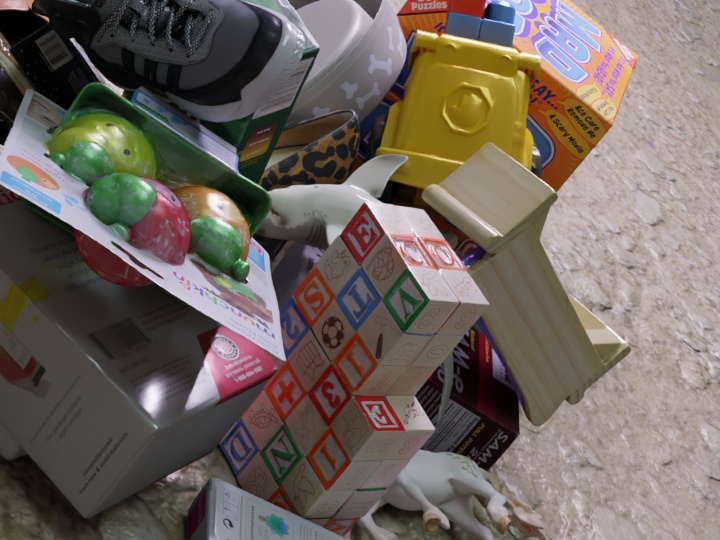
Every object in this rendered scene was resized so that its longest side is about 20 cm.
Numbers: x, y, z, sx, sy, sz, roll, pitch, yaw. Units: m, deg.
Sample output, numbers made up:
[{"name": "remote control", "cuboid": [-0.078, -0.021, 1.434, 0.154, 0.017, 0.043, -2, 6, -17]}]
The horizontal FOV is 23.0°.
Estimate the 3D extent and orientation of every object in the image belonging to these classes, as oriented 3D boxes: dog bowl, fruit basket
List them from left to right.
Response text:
[{"name": "fruit basket", "cuboid": [-0.118, -0.036, 1.009, 0.185, 0.094, 0.200, 33, 7, -14]}, {"name": "dog bowl", "cuboid": [-0.050, -0.158, 1.432, 0.059, 0.199, 0.201, 52, 20, -29]}]

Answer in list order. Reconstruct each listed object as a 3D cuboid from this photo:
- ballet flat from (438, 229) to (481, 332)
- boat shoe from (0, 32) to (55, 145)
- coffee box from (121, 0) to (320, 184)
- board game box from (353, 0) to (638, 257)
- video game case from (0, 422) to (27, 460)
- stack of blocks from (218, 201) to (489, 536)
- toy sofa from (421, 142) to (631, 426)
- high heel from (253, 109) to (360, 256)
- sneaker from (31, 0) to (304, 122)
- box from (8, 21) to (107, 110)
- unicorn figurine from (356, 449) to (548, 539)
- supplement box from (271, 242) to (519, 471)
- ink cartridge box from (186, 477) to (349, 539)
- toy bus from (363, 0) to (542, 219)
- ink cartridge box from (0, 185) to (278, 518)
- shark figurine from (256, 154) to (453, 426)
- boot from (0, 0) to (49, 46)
[{"name": "ballet flat", "cuboid": [0.073, 0.009, 1.444, 0.200, 0.071, 0.067, 38, -8, -6]}, {"name": "boat shoe", "cuboid": [-0.260, -0.120, 1.250, 0.200, 0.065, 0.073, 51, -9, 20]}, {"name": "coffee box", "cuboid": [-0.100, -0.131, 1.194, 0.044, 0.200, 0.123, -25, 72, -30]}, {"name": "board game box", "cuboid": [0.100, -0.150, 1.581, 0.200, 0.200, 0.200, 37, 27, -2]}, {"name": "video game case", "cuboid": [-0.223, 0.020, 1.133, 0.200, 0.023, 0.182, 46, 28, 14]}, {"name": "stack of blocks", "cuboid": [-0.006, 0.069, 1.130, 0.058, 0.200, 0.115, 5, 41, -47]}, {"name": "toy sofa", "cuboid": [0.112, 0.014, 1.284, 0.083, 0.097, 0.200, 44, -9, 45]}, {"name": "high heel", "cuboid": [-0.101, -0.088, 1.307, 0.199, 0.143, 0.072, 15, 37, -37]}, {"name": "sneaker", "cuboid": [-0.128, -0.152, 1.061, 0.199, 0.076, 0.114, 16, -15, 47]}, {"name": "box", "cuboid": [-0.162, -0.073, 1.199, 0.201, 0.038, 0.137, 58, -2, -7]}, {"name": "unicorn figurine", "cuboid": [0.033, 0.141, 1.225, 0.200, 0.074, 0.138, 35, 15, -40]}, {"name": "supplement box", "cuboid": [0.024, 0.062, 1.326, 0.199, 0.061, 0.109, 32, 28, -15]}, {"name": "ink cartridge box", "cuboid": [-0.015, 0.214, 1.078, 0.199, 0.042, 0.120, 26, 30, -19]}, {"name": "toy bus", "cuboid": [0.079, -0.130, 1.403, 0.135, 0.193, 0.200, 10, -4, 0]}, {"name": "ink cartridge box", "cuboid": [-0.170, 0.032, 1.067, 0.200, 0.084, 0.145, 46, 28, 12]}, {"name": "shark figurine", "cuboid": [0.022, 0.004, 1.265, 0.128, 0.090, 0.214, -32, 57, -27]}, {"name": "boot", "cuboid": [-0.323, -0.238, 1.355, 0.199, 0.077, 0.156, 17, 38, -49]}]
